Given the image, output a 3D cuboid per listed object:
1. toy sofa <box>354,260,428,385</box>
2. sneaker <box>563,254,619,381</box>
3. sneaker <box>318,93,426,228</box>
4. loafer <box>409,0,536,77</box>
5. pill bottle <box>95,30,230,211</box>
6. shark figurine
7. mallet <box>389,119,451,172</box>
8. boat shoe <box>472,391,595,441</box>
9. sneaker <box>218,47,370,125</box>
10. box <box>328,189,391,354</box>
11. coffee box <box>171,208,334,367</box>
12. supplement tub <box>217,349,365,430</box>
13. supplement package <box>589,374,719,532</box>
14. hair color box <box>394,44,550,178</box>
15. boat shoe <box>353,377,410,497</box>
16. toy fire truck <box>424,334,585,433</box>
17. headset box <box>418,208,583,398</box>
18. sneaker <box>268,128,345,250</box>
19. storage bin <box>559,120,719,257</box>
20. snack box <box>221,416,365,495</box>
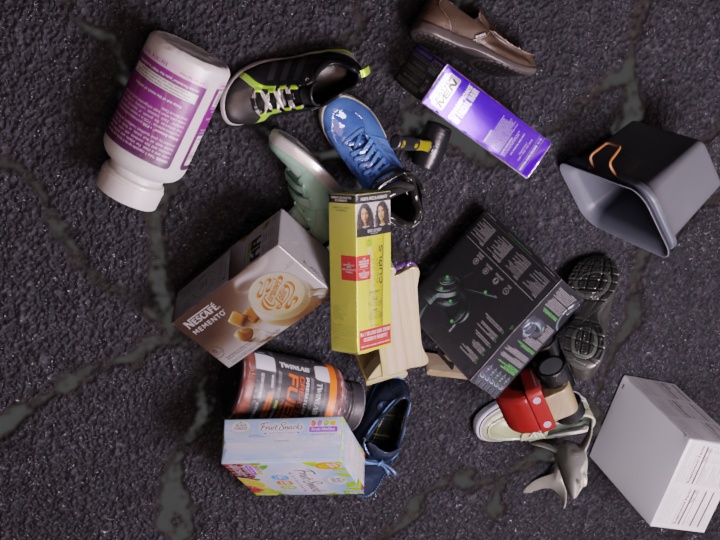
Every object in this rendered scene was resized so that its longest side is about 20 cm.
[{"bbox_3d":[0.031,0.054,1.654,0.096,0.083,0.202,-16,129,-9],"label":"toy sofa"},{"bbox_3d":[0.338,0.071,1.767,0.075,0.203,0.091,11,152,15],"label":"sneaker"},{"bbox_3d":[0.021,-0.141,1.566,0.076,0.111,0.201,-33,120,-2],"label":"sneaker"},{"bbox_3d":[0.158,-0.309,1.560,0.198,0.073,0.072,17,85,-34],"label":"loafer"},{"bbox_3d":[-0.248,-0.180,1.452,0.111,0.112,0.202,22,104,-26],"label":"pill bottle"},{"bbox_3d":[0.304,0.294,1.856,0.088,0.215,0.130,13,76,1],"label":"shark figurine"},{"bbox_3d":[0.078,-0.174,1.545,0.041,0.200,0.067,25,94,15],"label":"mallet"},{"bbox_3d":[0.274,0.232,1.855,0.197,0.062,0.073,-10,117,-15],"label":"boat shoe"},{"bbox_3d":[-0.085,-0.234,1.502,0.197,0.083,0.073,-23,119,-9],"label":"sneaker"},{"bbox_3d":[0.000,0.000,1.516,0.075,0.050,0.204,-9,103,-49],"label":"box"},{"bbox_3d":[-0.140,0.026,1.563,0.199,0.080,0.114,-34,123,24],"label":"coffee box"},{"bbox_3d":[-0.094,0.175,1.672,0.197,0.107,0.108,13,109,-24],"label":"supplement tub"},{"bbox_3d":[0.478,0.288,1.874,0.109,0.200,0.158,12,109,-23],"label":"supplement package"},{"bbox_3d":[0.150,-0.212,1.582,0.198,0.109,0.065,29,101,-29],"label":"hair color box"},{"bbox_3d":[0.023,0.256,1.772,0.083,0.069,0.203,3,112,-21],"label":"boat shoe"},{"bbox_3d":[0.207,0.158,1.744,0.197,0.177,0.130,-23,121,8],"label":"toy fire truck"},{"bbox_3d":[0.179,0.051,1.665,0.201,0.174,0.093,-49,141,6],"label":"headset box"},{"bbox_3d":[-0.084,-0.089,1.568,0.118,0.074,0.201,-41,127,3],"label":"sneaker"},{"bbox_3d":[0.396,-0.135,1.667,0.134,0.200,0.146,-41,121,-11],"label":"storage bin"},{"bbox_3d":[-0.088,0.260,1.644,0.165,0.069,0.200,-2,158,8],"label":"snack box"}]
